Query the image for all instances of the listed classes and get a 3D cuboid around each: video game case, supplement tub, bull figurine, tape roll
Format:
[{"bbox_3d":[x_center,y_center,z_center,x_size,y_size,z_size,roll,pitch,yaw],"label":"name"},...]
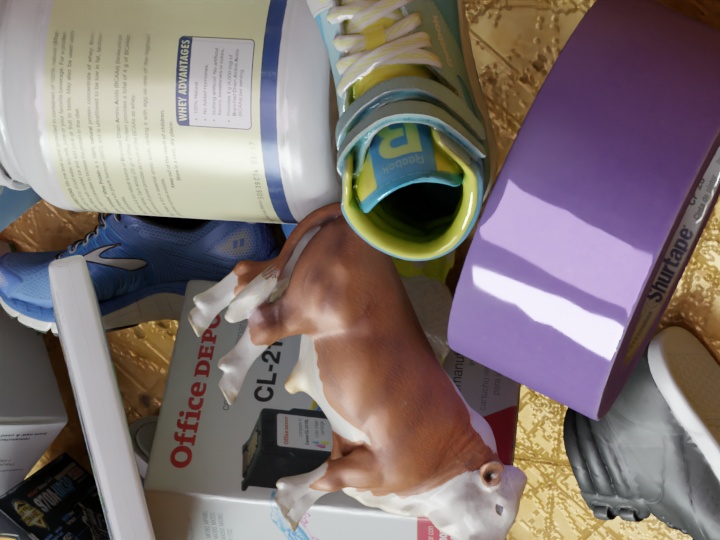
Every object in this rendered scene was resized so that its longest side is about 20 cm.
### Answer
[{"bbox_3d":[-0.138,0.102,1.142,0.023,0.182,0.202,-14,84,-10],"label":"video game case"},{"bbox_3d":[-0.099,-0.100,1.076,0.198,0.145,0.146,4,120,12],"label":"supplement tub"},{"bbox_3d":[0.001,0.068,1.042,0.121,0.065,0.201,-26,98,-3],"label":"bull figurine"},{"bbox_3d":[0.124,-0.033,1.023,0.085,0.200,0.201,26,127,13],"label":"tape roll"}]

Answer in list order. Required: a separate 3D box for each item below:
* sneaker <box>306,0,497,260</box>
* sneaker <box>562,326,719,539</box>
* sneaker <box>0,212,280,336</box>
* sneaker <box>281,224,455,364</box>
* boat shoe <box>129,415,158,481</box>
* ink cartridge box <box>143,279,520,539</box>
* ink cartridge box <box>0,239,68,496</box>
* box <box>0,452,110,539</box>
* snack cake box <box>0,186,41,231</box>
[{"bbox_3d":[0.014,-0.098,0.931,0.079,0.131,0.201,-18,109,12],"label":"sneaker"},{"bbox_3d":[0.190,0.135,1.173,0.099,0.071,0.201,-28,96,38],"label":"sneaker"},{"bbox_3d":[-0.139,-0.015,1.261,0.198,0.079,0.090,-6,107,21],"label":"sneaker"},{"bbox_3d":[0.000,0.000,1.146,0.075,0.202,0.105,26,159,-35],"label":"sneaker"},{"bbox_3d":[-0.077,0.174,1.336,0.200,0.075,0.061,40,129,17],"label":"boat shoe"},{"bbox_3d":[-0.012,0.093,1.161,0.198,0.147,0.083,5,144,6],"label":"ink cartridge box"},{"bbox_3d":[-0.284,0.094,1.347,0.200,0.083,0.147,-48,52,39],"label":"ink cartridge box"},{"bbox_3d":[-0.165,0.197,1.318,0.159,0.200,0.046,41,96,0],"label":"box"},{"bbox_3d":[-0.293,-0.037,1.240,0.114,0.200,0.068,4,119,25],"label":"snack cake box"}]
